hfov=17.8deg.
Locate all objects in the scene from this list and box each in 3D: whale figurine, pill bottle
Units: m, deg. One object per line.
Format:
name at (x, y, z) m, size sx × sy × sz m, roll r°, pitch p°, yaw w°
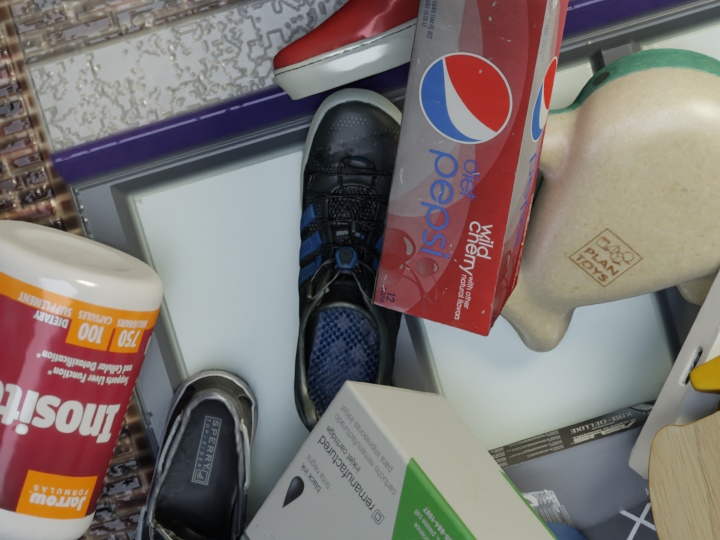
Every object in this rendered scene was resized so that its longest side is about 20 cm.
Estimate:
whale figurine at (0.144, -0.041, 1.288) m, size 0.159 × 0.104 × 0.200 m, roll 36°, pitch 121°, yaw -19°
pill bottle at (-0.189, 0.082, 1.286) m, size 0.112 × 0.113 × 0.201 m, roll 17°, pitch 99°, yaw -3°

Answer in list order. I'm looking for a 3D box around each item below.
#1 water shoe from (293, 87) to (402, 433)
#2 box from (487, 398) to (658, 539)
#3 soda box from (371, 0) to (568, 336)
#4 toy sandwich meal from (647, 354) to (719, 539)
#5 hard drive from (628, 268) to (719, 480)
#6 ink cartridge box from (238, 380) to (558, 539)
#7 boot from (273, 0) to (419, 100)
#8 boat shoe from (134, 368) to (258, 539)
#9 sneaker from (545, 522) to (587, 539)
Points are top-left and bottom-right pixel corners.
water shoe at (0.000, 0.000, 1.290) m, size 0.071 × 0.079 × 0.201 m, roll 2°, pitch 99°, yaw -1°
box at (0.129, 0.172, 1.335) m, size 0.199 × 0.050 × 0.158 m, roll -16°, pitch 100°, yaw 3°
soda box at (0.059, -0.071, 1.209) m, size 0.070 × 0.063 × 0.201 m, roll 16°, pitch 121°, yaw 12°
toy sandwich meal at (0.238, 0.098, 1.168) m, size 0.070 × 0.205 × 0.206 m, roll 17°, pitch 103°, yaw -48°
hard drive at (0.257, 0.080, 1.291) m, size 0.199 × 0.026 × 0.132 m, roll 20°, pitch 100°, yaw -30°
ink cartridge box at (0.002, 0.183, 1.248) m, size 0.083 × 0.147 × 0.200 m, roll 11°, pitch 119°, yaw -45°
boot at (0.020, -0.191, 1.266) m, size 0.199 × 0.072 × 0.145 m, roll -29°, pitch 98°, yaw -4°
boat shoe at (-0.097, 0.159, 1.321) m, size 0.071 × 0.068 × 0.201 m, roll 13°, pitch 99°, yaw -2°
sneaker at (0.076, 0.239, 1.281) m, size 0.070 × 0.078 × 0.201 m, roll 25°, pitch 100°, yaw -4°
